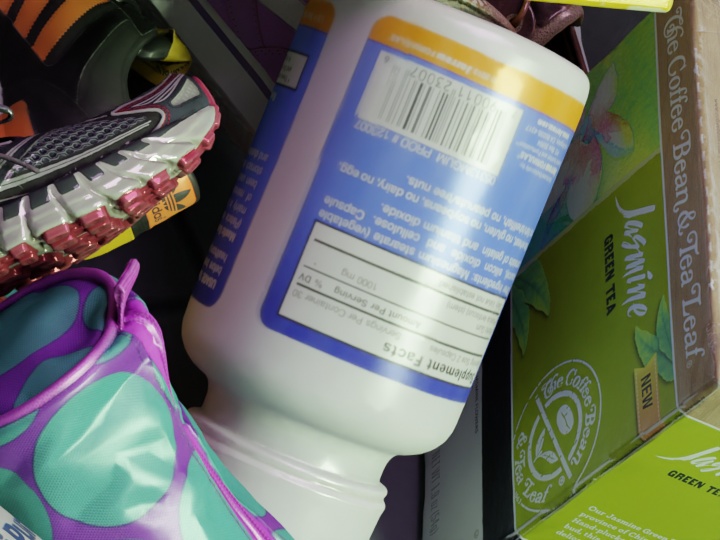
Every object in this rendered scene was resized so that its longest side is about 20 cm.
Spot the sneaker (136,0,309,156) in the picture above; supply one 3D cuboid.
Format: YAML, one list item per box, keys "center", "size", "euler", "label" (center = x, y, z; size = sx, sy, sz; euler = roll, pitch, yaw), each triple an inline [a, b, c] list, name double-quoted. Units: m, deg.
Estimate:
- center: [-0.052, -0.146, 0.965]
  size: [0.114, 0.073, 0.201]
  euler: [-41, 108, -8]
  label: "sneaker"

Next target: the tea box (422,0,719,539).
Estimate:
- center: [0.130, 0.031, 0.995]
  size: [0.133, 0.197, 0.201]
  euler: [22, 47, -25]
  label: "tea box"

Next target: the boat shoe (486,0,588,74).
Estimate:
- center: [0.070, -0.115, 1.084]
  size: [0.072, 0.072, 0.201]
  euler: [-35, 115, -41]
  label: "boat shoe"

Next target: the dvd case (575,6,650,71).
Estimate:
- center: [0.129, -0.170, 1.197]
  size: [0.025, 0.149, 0.201]
  euler: [63, 12, -61]
  label: "dvd case"

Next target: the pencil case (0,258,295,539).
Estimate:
- center: [-0.060, 0.096, 0.829]
  size: [0.200, 0.092, 0.085]
  euler: [55, 22, -24]
  label: "pencil case"

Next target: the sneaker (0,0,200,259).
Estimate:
- center: [-0.110, -0.084, 0.939]
  size: [0.089, 0.070, 0.201]
  euler: [-14, 51, -1]
  label: "sneaker"

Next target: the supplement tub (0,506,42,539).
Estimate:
- center: [-0.135, 0.136, 0.750]
  size: [0.200, 0.132, 0.132]
  euler: [40, 43, -9]
  label: "supplement tub"

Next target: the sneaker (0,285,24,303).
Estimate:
- center: [-0.182, 0.008, 0.866]
  size: [0.095, 0.079, 0.200]
  euler: [-39, 91, -23]
  label: "sneaker"

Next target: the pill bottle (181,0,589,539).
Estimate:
- center: [0.000, 0.000, 0.913]
  size: [0.112, 0.112, 0.201]
  euler: [21, 93, -26]
  label: "pill bottle"

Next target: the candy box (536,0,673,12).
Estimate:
- center: [0.007, -0.126, 0.898]
  size: [0.199, 0.027, 0.102]
  euler: [3, 17, -21]
  label: "candy box"

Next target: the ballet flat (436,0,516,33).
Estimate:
- center: [-0.030, -0.120, 1.038]
  size: [0.198, 0.071, 0.066]
  euler: [6, 51, -14]
  label: "ballet flat"

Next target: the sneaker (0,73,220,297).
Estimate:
- center: [-0.139, -0.026, 0.802]
  size: [0.199, 0.081, 0.075]
  euler: [-21, 85, -18]
  label: "sneaker"
